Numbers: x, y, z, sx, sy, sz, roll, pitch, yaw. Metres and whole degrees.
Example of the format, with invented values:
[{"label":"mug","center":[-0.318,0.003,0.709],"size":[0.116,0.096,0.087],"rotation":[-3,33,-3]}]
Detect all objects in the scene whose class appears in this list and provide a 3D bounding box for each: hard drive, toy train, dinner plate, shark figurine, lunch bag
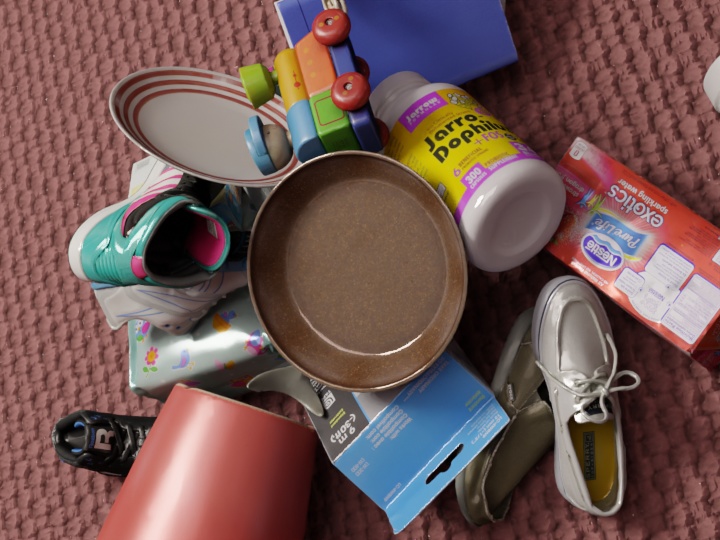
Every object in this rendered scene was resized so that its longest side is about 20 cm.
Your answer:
[{"label":"hard drive","center":[0.035,-0.220,1.212],"size":[0.198,0.025,0.133],"rotation":[-23,106,-7]},{"label":"toy train","center":[-0.055,-0.179,1.138],"size":[0.114,0.085,0.202],"rotation":[-19,60,5]},{"label":"dinner plate","center":[-0.128,-0.124,1.176],"size":[0.200,0.199,0.024],"rotation":[39,127,29]},{"label":"shark figurine","center":[-0.014,0.023,1.185],"size":[0.214,0.089,0.129],"rotation":[-39,33,14]},{"label":"lunch bag","center":[-0.143,0.019,1.303],"size":[0.169,0.122,0.202],"rotation":[-17,64,21]}]

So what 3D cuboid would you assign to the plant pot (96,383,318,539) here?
[{"label":"plant pot","center":[-0.129,0.209,1.197],"size":[0.198,0.200,0.179],"rotation":[14,81,29]}]

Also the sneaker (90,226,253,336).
[{"label":"sneaker","center":[-0.152,0.015,1.213],"size":[0.197,0.075,0.088],"rotation":[-6,112,12]}]

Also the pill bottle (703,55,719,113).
[{"label":"pill bottle","center":[0.372,-0.099,1.078],"size":[0.116,0.116,0.202],"rotation":[-32,65,15]}]

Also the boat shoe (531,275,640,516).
[{"label":"boat shoe","center":[0.190,0.108,1.088],"size":[0.074,0.086,0.205],"rotation":[-6,97,-12]}]

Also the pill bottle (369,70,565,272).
[{"label":"pill bottle","center":[0.082,-0.094,1.139],"size":[0.104,0.104,0.200],"rotation":[-48,49,7]}]

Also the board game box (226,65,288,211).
[{"label":"board game box","center":[-0.031,-0.142,1.274],"size":[0.198,0.065,0.148],"rotation":[-25,63,-16]}]

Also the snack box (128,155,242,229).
[{"label":"snack box","center":[-0.178,-0.077,1.322],"size":[0.115,0.037,0.201],"rotation":[-25,29,8]}]

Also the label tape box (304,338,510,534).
[{"label":"label tape box","center":[0.031,0.116,1.172],"size":[0.143,0.066,0.200],"rotation":[-47,30,8]}]

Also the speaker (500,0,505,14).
[{"label":"speaker","center":[0.037,-0.254,1.260],"size":[0.197,0.081,0.082],"rotation":[-8,69,-11]}]

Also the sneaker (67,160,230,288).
[{"label":"sneaker","center":[-0.149,-0.052,1.148],"size":[0.120,0.084,0.200],"rotation":[13,46,38]}]

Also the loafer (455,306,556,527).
[{"label":"loafer","center":[0.143,0.133,1.153],"size":[0.069,0.075,0.202],"rotation":[17,83,33]}]

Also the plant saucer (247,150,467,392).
[{"label":"plant saucer","center":[0.000,0.000,1.104],"size":[0.198,0.037,0.203],"rotation":[3,98,21]}]

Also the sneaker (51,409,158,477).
[{"label":"sneaker","center":[-0.219,0.177,1.301],"size":[0.198,0.112,0.074],"rotation":[-4,75,26]}]

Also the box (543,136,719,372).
[{"label":"box","center":[0.246,-0.014,1.130],"size":[0.199,0.095,0.100],"rotation":[39,96,30]}]
